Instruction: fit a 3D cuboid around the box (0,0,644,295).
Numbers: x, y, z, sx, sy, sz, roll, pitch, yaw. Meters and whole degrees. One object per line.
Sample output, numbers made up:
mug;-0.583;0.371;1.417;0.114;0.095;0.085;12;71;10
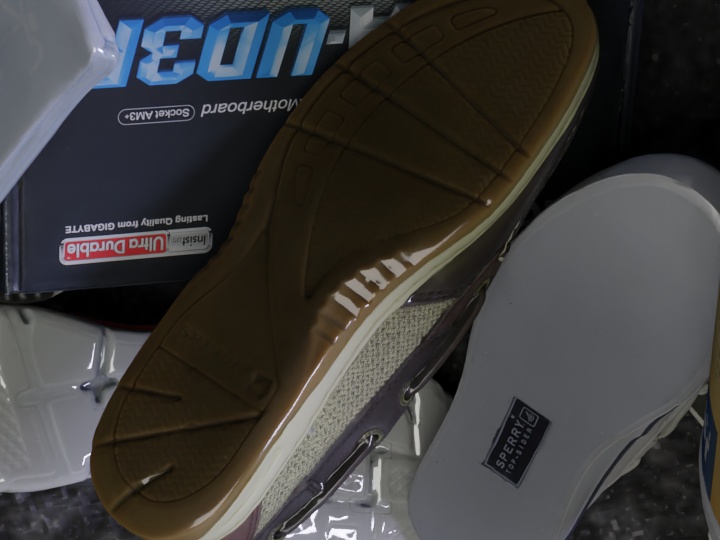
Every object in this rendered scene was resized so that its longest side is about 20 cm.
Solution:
box;-0.014;-0.080;0.808;0.199;0.046;0.160;-4;115;-18

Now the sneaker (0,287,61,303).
sneaker;-0.113;-0.095;0.838;0.073;0.080;0.201;-1;114;-26

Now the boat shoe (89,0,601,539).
boat shoe;0.000;0.000;0.789;0.073;0.065;0.200;39;85;29

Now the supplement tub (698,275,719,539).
supplement tub;0.164;0.024;0.714;0.144;0.145;0.201;6;135;6

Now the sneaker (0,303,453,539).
sneaker;-0.060;0.045;0.907;0.199;0.082;0.078;13;88;-18

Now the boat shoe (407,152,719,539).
boat shoe;0.076;0.026;0.840;0.072;0.066;0.201;34;139;13

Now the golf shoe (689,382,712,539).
golf shoe;0.137;0.011;0.852;0.087;0.077;0.201;-7;112;19

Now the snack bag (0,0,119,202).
snack bag;-0.136;-0.106;0.778;0.201;0.021;0.189;64;146;12
